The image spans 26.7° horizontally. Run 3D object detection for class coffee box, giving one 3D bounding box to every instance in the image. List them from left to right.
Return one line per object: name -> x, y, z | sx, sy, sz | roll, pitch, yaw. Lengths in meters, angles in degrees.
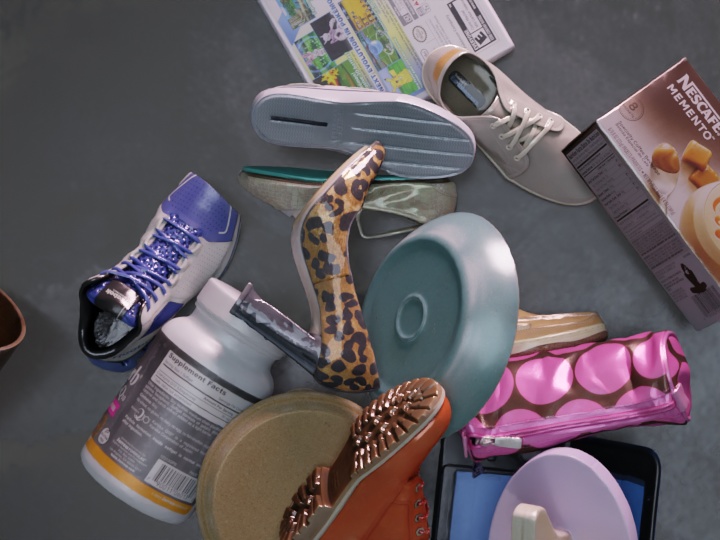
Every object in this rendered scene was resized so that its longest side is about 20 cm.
coffee box -> 0.287, -0.065, 1.314 | 0.114, 0.080, 0.200 | -34, 86, -21

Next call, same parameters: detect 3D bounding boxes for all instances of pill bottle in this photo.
pill bottle -> -0.149, 0.114, 1.346 | 0.116, 0.116, 0.200 | 34, 91, 5

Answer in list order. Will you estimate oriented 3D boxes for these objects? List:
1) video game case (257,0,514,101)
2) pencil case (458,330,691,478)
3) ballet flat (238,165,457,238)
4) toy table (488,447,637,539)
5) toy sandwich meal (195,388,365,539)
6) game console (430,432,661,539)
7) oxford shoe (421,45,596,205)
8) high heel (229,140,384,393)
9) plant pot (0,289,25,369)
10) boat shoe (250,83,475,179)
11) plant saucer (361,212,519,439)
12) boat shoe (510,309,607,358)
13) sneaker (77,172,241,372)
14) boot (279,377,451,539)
video game case -> 0.013, -0.242, 1.388 | 0.182, 0.022, 0.200 | -30, 87, 4
pencil case -> 0.178, 0.110, 1.274 | 0.200, 0.094, 0.091 | -15, 102, 12
ballet flat -> -0.013, -0.060, 1.365 | 0.200, 0.067, 0.062 | 3, 98, 5
toy table -> 0.146, 0.256, 1.219 | 0.184, 0.117, 0.200 | -5, 100, 27
toy sandwich meal -> -0.051, 0.200, 1.338 | 0.205, 0.070, 0.205 | -1, 98, -9
game console -> 0.153, 0.240, 1.311 | 0.171, 0.118, 0.200 | 6, 88, -6
oxford shoe -> 0.137, -0.126, 1.349 | 0.200, 0.058, 0.075 | 39, 91, -7
high heel -> 0.000, 0.000, 1.300 | 0.143, 0.071, 0.200 | 36, 81, -3
plant pot -> -0.426, 0.100, 1.353 | 0.187, 0.187, 0.200 | 31, 106, 5
boat shoe -> 0.005, -0.135, 1.342 | 0.200, 0.067, 0.074 | 14, 115, -2
plant saucer -> 0.055, 0.044, 1.290 | 0.036, 0.200, 0.200 | 15, 90, -34
boat shoe -> 0.117, 0.053, 1.351 | 0.200, 0.072, 0.076 | -11, 74, 4
sneaker -> -0.186, 0.010, 1.351 | 0.081, 0.115, 0.199 | 36, 92, 4
boot -> 0.030, 0.175, 1.257 | 0.107, 0.075, 0.200 | 31, 119, -16
